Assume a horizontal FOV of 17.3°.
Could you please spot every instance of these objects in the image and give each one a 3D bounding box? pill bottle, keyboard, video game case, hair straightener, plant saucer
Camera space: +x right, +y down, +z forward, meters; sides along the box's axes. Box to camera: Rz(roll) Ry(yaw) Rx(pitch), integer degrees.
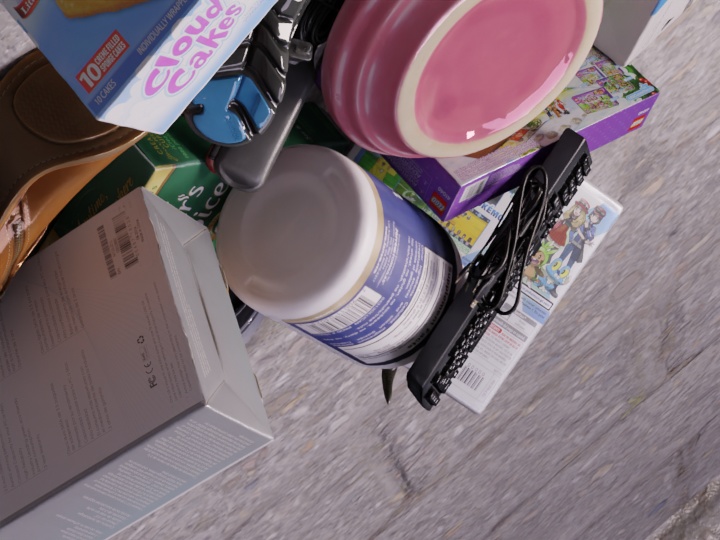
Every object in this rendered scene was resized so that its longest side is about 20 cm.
[{"bbox_3d":[0.000,0.000,1.530,0.111,0.111,0.200,-44,149,8],"label":"pill bottle"},{"bbox_3d":[0.099,0.005,1.530,0.201,0.039,0.104,-58,160,-4],"label":"keyboard"},{"bbox_3d":[0.058,-0.024,1.651,0.183,0.199,0.022,-55,-158,4],"label":"video game case"},{"bbox_3d":[-0.026,-0.135,1.399,0.201,0.041,0.077,-57,-166,3],"label":"hair straightener"},{"bbox_3d":[0.071,-0.140,1.414,0.200,0.051,0.201,-27,147,-19],"label":"plant saucer"}]

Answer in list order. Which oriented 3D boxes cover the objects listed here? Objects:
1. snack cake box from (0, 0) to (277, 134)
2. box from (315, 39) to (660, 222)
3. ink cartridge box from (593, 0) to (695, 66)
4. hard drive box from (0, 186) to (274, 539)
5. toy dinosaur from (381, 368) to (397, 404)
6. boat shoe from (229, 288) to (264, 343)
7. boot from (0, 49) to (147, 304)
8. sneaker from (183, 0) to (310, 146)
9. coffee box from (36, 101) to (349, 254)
[{"bbox_3d":[-0.085,-0.181,1.174,0.200,0.115,0.067,-48,158,16],"label":"snack cake box"},{"bbox_3d":[0.086,-0.122,1.574,0.199,0.137,0.039,-25,153,-37],"label":"box"},{"bbox_3d":[0.225,-0.241,1.626,0.200,0.067,0.116,-42,165,-41],"label":"ink cartridge box"},{"bbox_3d":[-0.168,0.072,1.395,0.199,0.157,0.077,-30,147,19],"label":"hard drive box"},{"bbox_3d":[0.023,-0.010,1.698,0.102,0.202,0.077,-8,160,24],"label":"toy dinosaur"},{"bbox_3d":[-0.146,0.042,1.598,0.199,0.070,0.066,-28,159,-15],"label":"boat shoe"},{"bbox_3d":[-0.189,-0.047,1.342,0.199,0.074,0.155,-35,167,-20],"label":"boot"},{"bbox_3d":[-0.054,-0.173,1.333,0.073,0.082,0.201,24,103,-22],"label":"sneaker"},{"bbox_3d":[-0.106,-0.045,1.512,0.199,0.044,0.123,-11,144,-54],"label":"coffee box"}]
